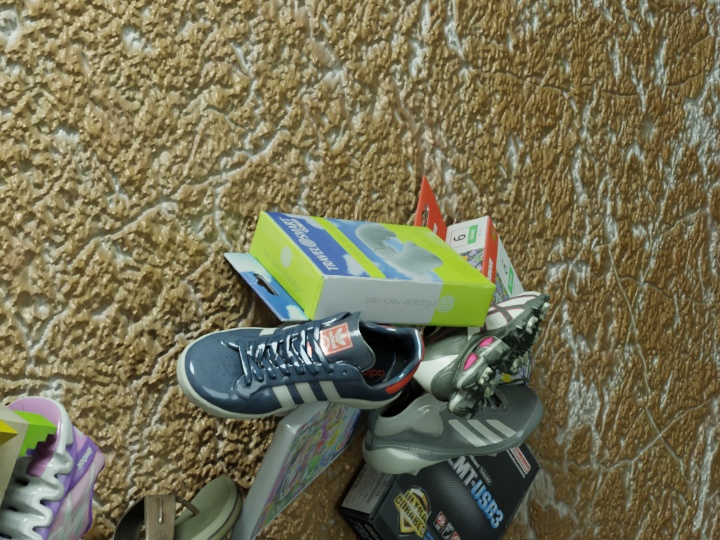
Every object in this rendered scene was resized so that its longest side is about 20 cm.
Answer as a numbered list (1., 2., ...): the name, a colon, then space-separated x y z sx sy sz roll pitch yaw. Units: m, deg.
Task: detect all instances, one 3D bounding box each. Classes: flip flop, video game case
1. flip flop: -0.170 0.211 1.132 0.199 0.081 0.058 -30 97 -39
2. video game case: -0.031 0.134 1.227 0.200 0.018 0.144 -39 158 -51

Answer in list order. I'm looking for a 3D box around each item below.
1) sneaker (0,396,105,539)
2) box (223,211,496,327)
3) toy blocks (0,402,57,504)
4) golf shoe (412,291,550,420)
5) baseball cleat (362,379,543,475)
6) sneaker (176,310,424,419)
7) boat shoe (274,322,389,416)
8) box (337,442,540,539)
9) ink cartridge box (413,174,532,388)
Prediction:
1. sneaker: -0.240 0.197 1.047 0.088 0.080 0.202 37 69 -58
2. box: 0.000 0.000 1.209 0.198 0.122 0.048 4 115 -34
3. toy blocks: -0.313 0.146 0.952 0.199 0.099 0.138 17 95 -48
4. golf shoe: 0.106 0.054 1.286 0.200 0.087 0.078 -30 142 -56
5. baseball cleat: 0.094 0.126 1.325 0.198 0.070 0.108 -17 131 -31
6. sneaker: -0.040 0.064 1.098 0.198 0.084 0.076 -2 65 -32
7. boat shoe: -0.014 0.060 1.279 0.200 0.071 0.066 -39 134 -41
8. box: 0.083 0.214 1.431 0.199 0.049 0.201 -55 133 -25
9. ink cartridge box: 0.111 0.011 1.392 0.110 0.050 0.201 -77 147 -49
